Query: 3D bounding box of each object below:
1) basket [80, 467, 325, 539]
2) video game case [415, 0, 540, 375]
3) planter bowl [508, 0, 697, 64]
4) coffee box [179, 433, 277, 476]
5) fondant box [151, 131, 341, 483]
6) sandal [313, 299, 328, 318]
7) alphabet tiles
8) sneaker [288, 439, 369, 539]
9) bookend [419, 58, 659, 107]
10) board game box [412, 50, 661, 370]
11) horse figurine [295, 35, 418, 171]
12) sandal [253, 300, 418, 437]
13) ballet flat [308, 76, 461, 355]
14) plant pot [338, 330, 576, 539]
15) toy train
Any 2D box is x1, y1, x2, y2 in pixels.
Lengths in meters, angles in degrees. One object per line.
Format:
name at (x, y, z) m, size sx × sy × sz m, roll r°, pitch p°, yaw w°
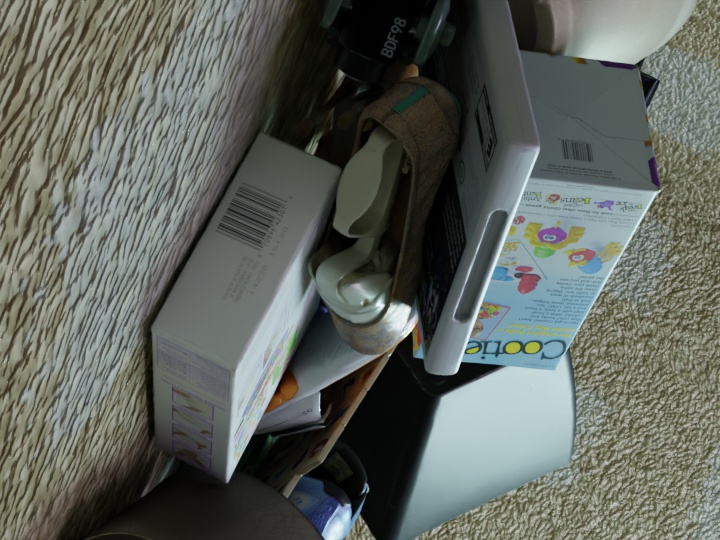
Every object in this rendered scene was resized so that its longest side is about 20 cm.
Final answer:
basket at (-0.109, 0.207, 1.091) m, size 0.136 × 0.180 × 0.200 m, roll -45°, pitch 166°, yaw 9°
video game case at (0.060, -0.071, 1.051) m, size 0.200 × 0.023 × 0.182 m, roll -96°, pitch -163°, yaw -45°
planter bowl at (0.104, -0.195, 1.149) m, size 0.135 × 0.200 × 0.200 m, roll -43°, pitch 161°, yaw -40°
coffee box at (-0.118, 0.179, 1.349) m, size 0.123 × 0.044 × 0.200 m, roll 101°, pitch 16°, yaw -59°
fondant box at (-0.072, 0.028, 1.090) m, size 0.200 × 0.058 × 0.144 m, roll 100°, pitch 15°, yaw -64°
sandal at (0.000, 0.000, 1.235) m, size 0.079 × 0.087 × 0.200 m, roll -47°, pitch -179°, yaw -22°
alphabet tiles at (-0.033, 0.111, 1.281) m, size 0.200 × 0.006 × 0.166 m, roll -56°, pitch -170°, yaw -34°
sneaker at (-0.030, 0.168, 1.311) m, size 0.089 × 0.079 × 0.200 m, roll -48°, pitch -172°, yaw 3°
bookend at (0.141, -0.193, 1.357) m, size 0.092 × 0.199 × 0.200 m, roll -61°, pitch 172°, yaw -18°
board game box at (0.103, -0.035, 1.135) m, size 0.200 × 0.105 × 0.103 m, roll 111°, pitch -19°, yaw -52°
horse figurine at (-0.007, -0.100, 1.184) m, size 0.133 × 0.050 × 0.200 m, roll -49°, pitch 168°, yaw -42°
sandal at (-0.026, 0.073, 1.204) m, size 0.207 × 0.059 × 0.079 m, roll -26°, pitch -145°, yaw 35°
ballet flat at (0.003, -0.023, 1.041) m, size 0.067 × 0.068 × 0.200 m, roll -32°, pitch 144°, yaw -47°
plant pot at (0.064, 0.076, 1.480) m, size 0.200 × 0.200 × 0.177 m, roll -23°, pitch 151°, yaw -22°
toy train at (0.037, -0.206, 1.013) m, size 0.114 × 0.085 × 0.200 m, roll -75°, pitch -173°, yaw -66°
